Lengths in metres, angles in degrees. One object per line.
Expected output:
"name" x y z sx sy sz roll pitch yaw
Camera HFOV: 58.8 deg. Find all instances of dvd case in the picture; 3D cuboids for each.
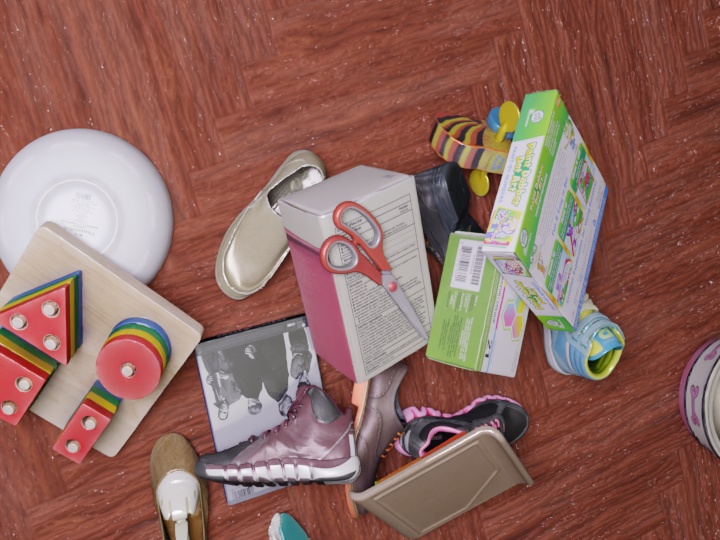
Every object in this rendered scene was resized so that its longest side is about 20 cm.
"dvd case" -0.115 0.171 0.796 0.145 0.025 0.207 -13 98 -15

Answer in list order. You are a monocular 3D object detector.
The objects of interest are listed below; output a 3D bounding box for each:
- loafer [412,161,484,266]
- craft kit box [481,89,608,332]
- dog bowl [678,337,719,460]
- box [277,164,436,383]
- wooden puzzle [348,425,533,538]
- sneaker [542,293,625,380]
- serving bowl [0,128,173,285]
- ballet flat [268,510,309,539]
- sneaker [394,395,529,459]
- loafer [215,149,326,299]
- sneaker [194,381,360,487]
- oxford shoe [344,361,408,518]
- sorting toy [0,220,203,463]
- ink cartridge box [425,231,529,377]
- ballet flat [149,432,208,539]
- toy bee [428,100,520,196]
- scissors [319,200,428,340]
"loafer" 0.117 -0.041 0.830 0.073 0.071 0.205 -45 122 -46
"craft kit box" 0.223 -0.063 0.746 0.197 0.047 0.205 42 61 -45
"dog bowl" 0.571 0.191 0.966 0.193 0.074 0.208 -1 94 -15
"box" 0.000 0.000 0.736 0.125 0.108 0.206 -24 116 -27
"wooden puzzle" 0.103 0.262 0.789 0.196 0.038 0.186 -27 137 10
"sneaker" 0.291 0.048 0.847 0.077 0.130 0.206 -18 98 -12
"serving bowl" -0.307 -0.055 0.704 0.193 0.066 0.208 -1 94 -16
"ballet flat" -0.071 0.402 0.807 0.071 0.072 0.203 -34 102 -10
"sneaker" 0.143 0.217 0.837 0.193 0.095 0.082 -6 94 -16
"loafer" -0.106 -0.058 0.758 0.075 0.068 0.204 32 85 -15
"sneaker" -0.097 0.194 0.766 0.192 0.076 0.119 0 68 -3
"oxford shoe" 0.021 0.211 0.803 0.070 0.071 0.208 7 93 9
"sorting toy" -0.303 0.093 0.677 0.198 0.070 0.200 36 106 -16
"ink cartridge box" 0.176 0.051 0.793 0.197 0.074 0.153 17 85 -48
"ballet flat" -0.211 0.300 0.754 0.065 0.072 0.208 -4 95 -14
"toy bee" 0.189 -0.153 0.805 0.193 0.111 0.133 -14 142 0
"scissors" 0.031 0.004 0.682 0.198 0.014 0.075 37 79 -35
